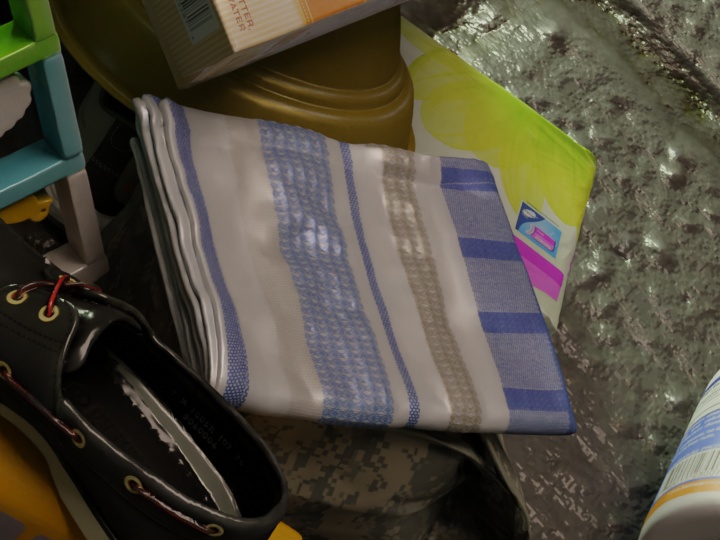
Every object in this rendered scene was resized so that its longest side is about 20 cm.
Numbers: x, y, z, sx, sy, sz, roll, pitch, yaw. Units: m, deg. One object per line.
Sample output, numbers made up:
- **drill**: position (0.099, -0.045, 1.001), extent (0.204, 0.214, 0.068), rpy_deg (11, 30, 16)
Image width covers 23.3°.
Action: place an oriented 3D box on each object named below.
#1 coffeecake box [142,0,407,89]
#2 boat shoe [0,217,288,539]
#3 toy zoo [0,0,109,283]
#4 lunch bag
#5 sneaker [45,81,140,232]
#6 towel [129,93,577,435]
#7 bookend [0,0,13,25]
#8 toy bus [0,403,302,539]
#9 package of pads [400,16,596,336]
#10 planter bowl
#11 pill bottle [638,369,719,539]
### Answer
- **coffeecake box**: position (-0.012, -0.188, 0.745), extent (0.199, 0.073, 0.155), rpy_deg (-25, 95, -26)
- **boat shoe**: position (-0.106, 0.029, 0.630), extent (0.202, 0.063, 0.074), rpy_deg (47, 34, 5)
- **toy zoo**: position (-0.169, -0.023, 0.693), extent (0.131, 0.201, 0.020), rpy_deg (-30, 51, -24)
- **lunch bag**: position (-0.011, 0.045, 0.806), extent (0.199, 0.118, 0.165), rpy_deg (15, 41, -36)
- **sneaker**: position (-0.095, -0.095, 0.887), extent (0.074, 0.079, 0.201), rpy_deg (33, 40, -9)
- **towel**: position (0.000, 0.000, 0.739), extent (0.199, 0.024, 0.148), rpy_deg (9, 52, -37)
- **bookend**: position (-0.177, -0.190, 0.838), extent (0.092, 0.200, 0.199), rpy_deg (44, 53, 1)
- **toy bus**: position (-0.125, 0.093, 0.667), extent (0.199, 0.078, 0.065), rpy_deg (33, 36, -19)
- **package of pads**: position (0.031, -0.057, 0.963), extent (0.199, 0.068, 0.155), rpy_deg (34, 42, -11)
- **planter bowl**: position (-0.044, -0.131, 0.831), extent (0.199, 0.084, 0.201), rpy_deg (23, 30, -14)
- **pill bottle**: position (0.228, 0.111, 0.947), extent (0.112, 0.112, 0.200), rpy_deg (42, 40, -2)
